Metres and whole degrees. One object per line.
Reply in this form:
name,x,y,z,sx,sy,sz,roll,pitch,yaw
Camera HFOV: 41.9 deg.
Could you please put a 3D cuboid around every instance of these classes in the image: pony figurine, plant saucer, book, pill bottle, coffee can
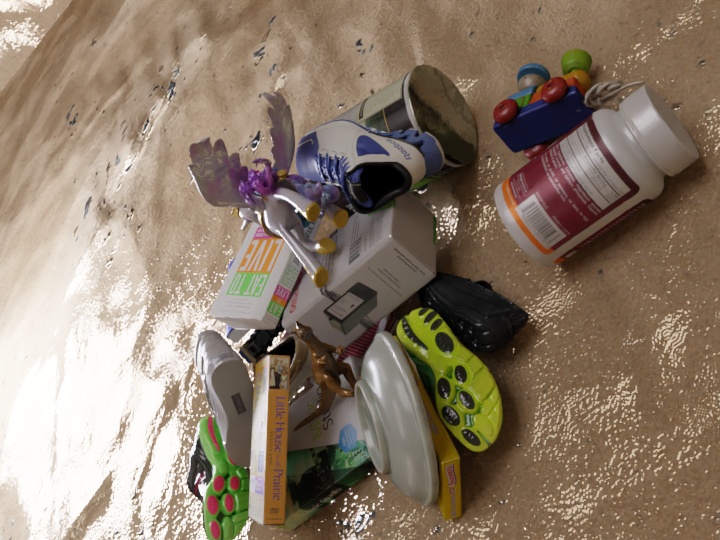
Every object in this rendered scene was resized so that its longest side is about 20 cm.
pony figurine,-0.109,-0.096,1.166,0.166,0.194,0.200,-35,48,-30
plant saucer,0.031,0.170,1.057,0.050,0.201,0.201,-13,42,-10
book,-0.118,-0.018,1.283,0.133,0.048,0.201,-2,61,54
pill bottle,0.255,-0.102,1.026,0.200,0.114,0.115,-37,43,27
coffee can,0.039,-0.172,1.296,0.199,0.146,0.147,-26,49,37

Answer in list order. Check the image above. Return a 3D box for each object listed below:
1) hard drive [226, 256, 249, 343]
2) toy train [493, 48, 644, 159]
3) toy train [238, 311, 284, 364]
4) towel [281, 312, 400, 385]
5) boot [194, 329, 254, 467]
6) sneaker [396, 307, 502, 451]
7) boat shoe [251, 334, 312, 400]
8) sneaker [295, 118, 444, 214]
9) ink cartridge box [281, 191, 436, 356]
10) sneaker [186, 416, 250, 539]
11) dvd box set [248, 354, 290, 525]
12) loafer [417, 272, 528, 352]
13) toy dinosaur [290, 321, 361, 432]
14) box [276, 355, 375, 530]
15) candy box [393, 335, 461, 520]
hard drive,-0.162,0.008,1.475,0.132,0.025,0.200,-45,26,20
toy train,0.261,-0.224,1.136,0.199,0.085,0.116,-19,40,41
toy train,-0.134,0.087,1.336,0.046,0.034,0.200,-40,5,17
towel,-0.037,0.093,1.316,0.200,0.023,0.145,27,89,53
boot,-0.179,0.175,1.313,0.073,0.201,0.096,-19,34,-17
sneaker,0.110,0.125,1.078,0.074,0.084,0.200,-32,46,3
boat shoe,-0.116,0.139,1.316,0.200,0.066,0.074,-45,49,38
sneaker,-0.007,-0.130,1.175,0.198,0.081,0.115,6,33,29
ink cartridge box,0.000,0.000,1.215,0.200,0.084,0.146,-40,23,26
sneaker,-0.204,0.306,1.344,0.084,0.076,0.201,-58,30,35
dvd box set,-0.115,0.212,1.181,0.146,0.029,0.201,141,131,-72
loafer,0.128,0.042,1.130,0.070,0.068,0.200,-25,24,-16
toy dinosaur,-0.038,0.133,1.162,0.106,0.201,0.060,16,45,25
box,-0.051,0.225,1.221,0.200,0.036,0.145,-43,45,27
candy box,0.068,0.177,1.081,0.026,0.103,0.200,-17,41,-9
